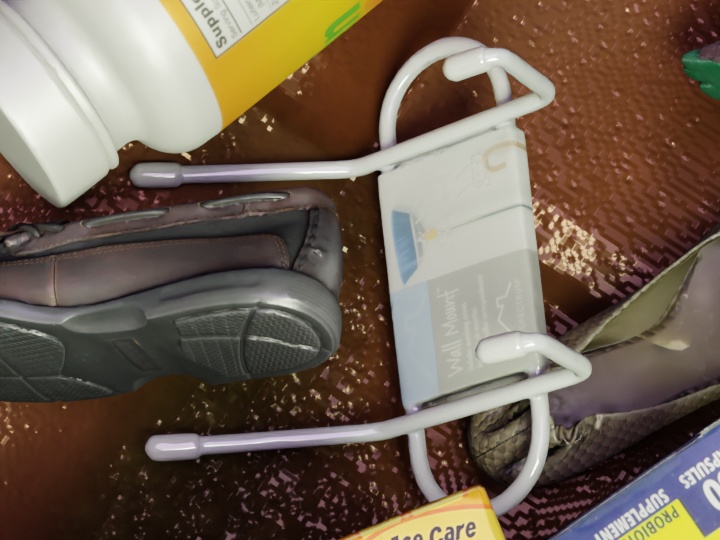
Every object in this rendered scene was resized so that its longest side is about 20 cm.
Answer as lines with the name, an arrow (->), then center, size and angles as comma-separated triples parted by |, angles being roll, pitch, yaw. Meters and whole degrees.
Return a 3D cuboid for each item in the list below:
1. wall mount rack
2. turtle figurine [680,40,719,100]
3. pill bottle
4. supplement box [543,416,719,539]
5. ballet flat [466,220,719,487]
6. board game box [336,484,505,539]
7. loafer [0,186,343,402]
wall mount rack -> 0.000, 0.000, 0.753 | 0.173, 0.074, 0.202 | -19, 65, 30
turtle figurine -> 0.221, -0.145, 0.802 | 0.149, 0.101, 0.201 | 29, 80, 4
pill bottle -> -0.066, -0.118, 0.761 | 0.200, 0.111, 0.111 | -40, 81, -13
supplement box -> 0.138, 0.171, 0.699 | 0.108, 0.110, 0.201 | -32, 80, -12
ballet flat -> 0.129, 0.024, 0.771 | 0.199, 0.046, 0.068 | -29, 79, -11
board game box -> -0.023, 0.213, 0.628 | 0.198, 0.200, 0.201 | -21, 76, -9
loafer -> -0.097, 0.008, 0.735 | 0.198, 0.072, 0.064 | -4, 56, 20
